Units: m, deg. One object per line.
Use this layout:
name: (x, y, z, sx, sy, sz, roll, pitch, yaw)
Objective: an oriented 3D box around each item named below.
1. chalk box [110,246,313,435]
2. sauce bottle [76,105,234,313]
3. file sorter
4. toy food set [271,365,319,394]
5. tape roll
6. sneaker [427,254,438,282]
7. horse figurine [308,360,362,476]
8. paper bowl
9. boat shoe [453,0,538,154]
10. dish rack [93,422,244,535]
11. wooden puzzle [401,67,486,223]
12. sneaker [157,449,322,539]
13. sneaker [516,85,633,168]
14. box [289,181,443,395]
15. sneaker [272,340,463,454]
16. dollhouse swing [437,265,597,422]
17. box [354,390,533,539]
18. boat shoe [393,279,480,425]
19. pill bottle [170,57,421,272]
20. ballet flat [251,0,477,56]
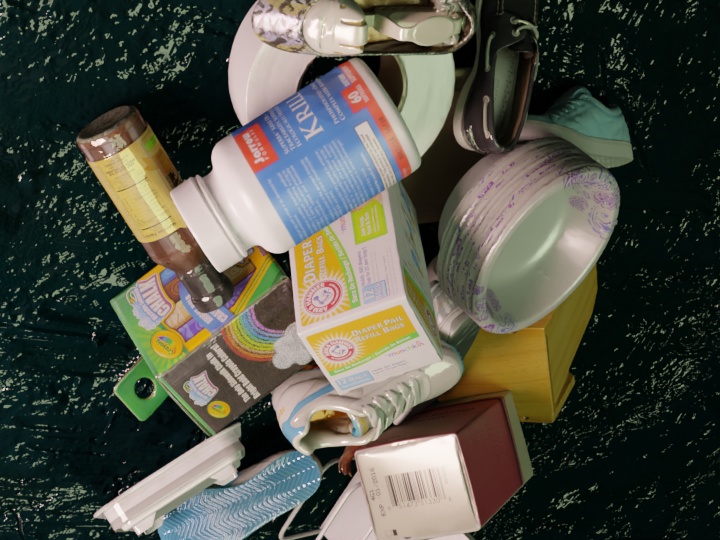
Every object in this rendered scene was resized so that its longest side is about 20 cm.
chalk box: (-0.153, 0.064, 1.367, 0.199, 0.124, 0.125, -36, 139, -3)
sauce bottle: (-0.177, -0.051, 1.250, 0.064, 0.065, 0.201, -33, 118, -8)
file sorter: (0.022, 0.325, 1.635, 0.124, 0.200, 0.139, 4, 124, -56)
toy food set: (-0.015, 0.078, 1.532, 0.200, 0.049, 0.198, -44, 138, 4)
tape roll: (-0.017, -0.175, 1.270, 0.201, 0.071, 0.204, -9, 121, -15)
sneaker: (0.149, -0.039, 1.533, 0.199, 0.075, 0.100, -30, 144, -25)
horse figurine: (-0.020, 0.134, 1.503, 0.132, 0.050, 0.201, -28, 133, -7)
paper bowl: (0.158, -0.044, 1.412, 0.200, 0.104, 0.202, -31, 144, -26)
boat shoe: (0.143, -0.211, 1.351, 0.073, 0.060, 0.202, 15, 92, -35)
dish rack: (-0.188, 0.226, 1.458, 0.171, 0.044, 0.200, -33, 174, -10)
wooden puzzle: (0.077, -0.129, 1.439, 0.184, 0.037, 0.201, -7, 133, -32)
sneaker: (-0.133, 0.264, 1.580, 0.199, 0.077, 0.081, -22, 175, 2)
sneaker: (0.215, -0.157, 1.488, 0.074, 0.083, 0.199, -17, 166, 39)
box: (0.000, 0.000, 1.330, 0.112, 0.201, 0.102, -20, 136, 12)
sneaker: (0.014, 0.132, 1.420, 0.198, 0.081, 0.077, -18, 129, -6)
dollhouse swing: (0.182, 0.052, 1.650, 0.180, 0.177, 0.201, 2, 145, 14)
box: (0.097, 0.217, 1.561, 0.127, 0.110, 0.200, -14, -177, 24)
boat shoe: (0.070, 0.094, 1.524, 0.074, 0.065, 0.203, -28, 154, -34)
pill bottle: (-0.058, -0.085, 1.195, 0.199, 0.112, 0.113, -33, 138, -2)
ballet flat: (0.010, -0.211, 1.176, 0.199, 0.072, 0.072, -5, 128, -18)
